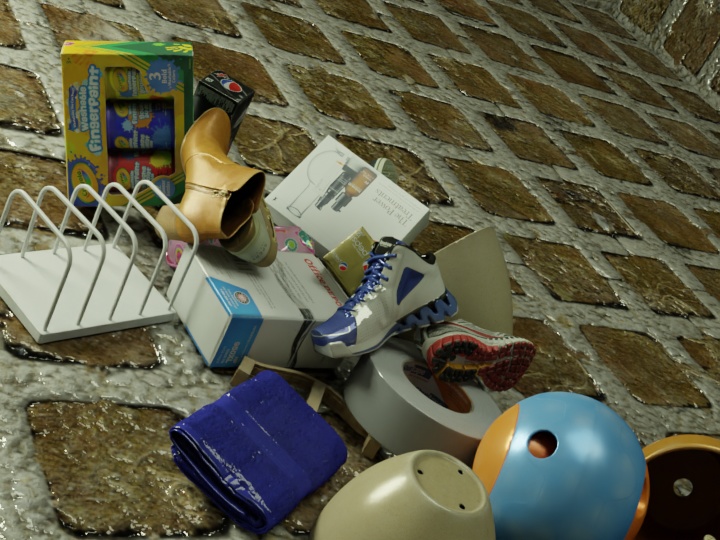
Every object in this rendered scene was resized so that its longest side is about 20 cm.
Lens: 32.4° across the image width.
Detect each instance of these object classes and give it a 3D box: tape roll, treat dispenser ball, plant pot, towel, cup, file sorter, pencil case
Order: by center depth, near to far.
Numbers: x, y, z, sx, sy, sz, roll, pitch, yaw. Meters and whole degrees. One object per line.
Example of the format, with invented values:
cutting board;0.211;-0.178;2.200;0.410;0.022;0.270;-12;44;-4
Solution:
plant pot;0.063;0.267;1.282;0.198;0.135;0.201;23;27;-12
towel;-0.109;0.195;1.341;0.148;0.050;0.200;45;29;9
treat dispenser ball;0.223;0.238;1.390;0.199;0.202;0.202;22;27;-12
file sorter;-0.310;-0.020;1.435;0.139;0.126;0.199;43;31;28
tape roll;0.079;0.166;1.511;0.198;0.067;0.201;28;19;-10
plant pot;0.404;0.289;1.528;0.199;0.202;0.183;31;12;5
pencil case;-0.159;-0.031;1.637;0.198;0.088;0.088;11;31;-33
cup;0.129;0.053;1.686;0.199;0.199;0.145;-19;78;-55

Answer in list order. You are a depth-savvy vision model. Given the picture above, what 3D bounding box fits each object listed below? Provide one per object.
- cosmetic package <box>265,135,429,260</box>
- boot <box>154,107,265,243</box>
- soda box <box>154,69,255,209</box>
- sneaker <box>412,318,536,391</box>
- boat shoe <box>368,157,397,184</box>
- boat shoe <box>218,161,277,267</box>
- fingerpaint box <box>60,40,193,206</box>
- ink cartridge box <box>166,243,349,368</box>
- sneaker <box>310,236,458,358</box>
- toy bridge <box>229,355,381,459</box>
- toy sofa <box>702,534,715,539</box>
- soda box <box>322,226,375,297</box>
cosmetic package;-0.020;-0.085;1.815;0.199;0.052;0.151;36;69;16
boot;-0.165;-0.119;1.522;0.071;0.143;0.203;43;58;-39
soda box;-0.217;-0.168;1.691;0.063;0.201;0.071;30;27;3
sneaker;0.148;0.096;1.579;0.198;0.078;0.082;16;22;-42
boat shoe;0.003;-0.095;1.911;0.075;0.061;0.201;58;36;-35
boat shoe;-0.149;-0.066;1.564;0.066;0.074;0.201;42;16;-31
fingerpaint box;-0.296;-0.187;1.594;0.164;0.203;0.074;0;22;-9
ink cartridge box;-0.119;0.046;1.543;0.198;0.085;0.145;5;34;-38
sneaker;0.021;0.024;1.501;0.197;0.117;0.080;-21;13;-27
toy bridge;-0.057;0.156;1.476;0.198;0.027;0.067;28;27;-4
toy sofa;0.303;0.349;1.359;0.197;0.084;0.098;-10;46;-23
soda box;0.000;0.000;1.640;0.064;0.067;0.200;52;-2;8
